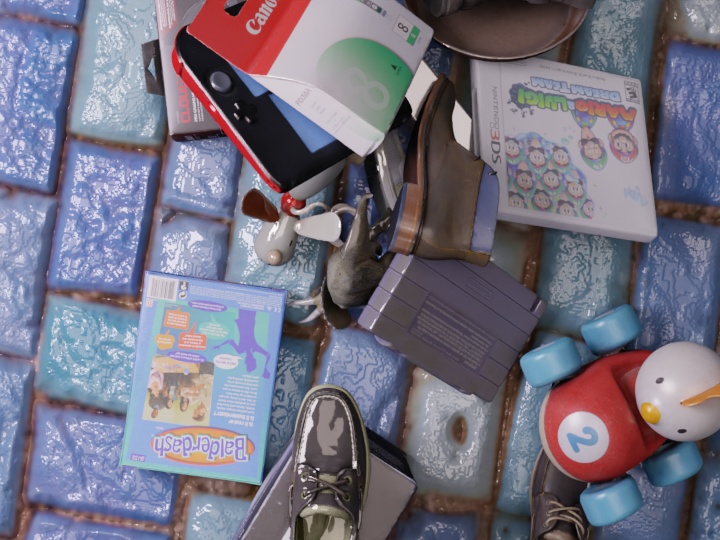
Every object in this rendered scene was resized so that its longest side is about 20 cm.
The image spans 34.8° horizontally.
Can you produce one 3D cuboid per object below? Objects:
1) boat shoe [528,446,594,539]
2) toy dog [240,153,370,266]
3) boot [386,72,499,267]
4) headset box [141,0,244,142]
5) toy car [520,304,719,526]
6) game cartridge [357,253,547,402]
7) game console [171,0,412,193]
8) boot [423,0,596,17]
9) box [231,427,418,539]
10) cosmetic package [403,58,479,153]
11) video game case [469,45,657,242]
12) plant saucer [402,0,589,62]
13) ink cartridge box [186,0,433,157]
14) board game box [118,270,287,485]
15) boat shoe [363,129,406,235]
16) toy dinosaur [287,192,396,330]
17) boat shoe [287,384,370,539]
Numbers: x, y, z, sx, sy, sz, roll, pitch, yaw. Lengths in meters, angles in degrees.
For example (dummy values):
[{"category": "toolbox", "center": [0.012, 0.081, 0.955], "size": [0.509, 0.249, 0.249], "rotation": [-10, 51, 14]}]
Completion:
[{"category": "boat shoe", "center": [0.212, 0.269, 1.201], "size": [0.073, 0.073, 0.204], "rotation": [7, 90, -3]}, {"category": "toy dog", "center": [-0.052, -0.079, 1.134], "size": [0.129, 0.097, 0.203], "rotation": [1, 122, -1]}, {"category": "boot", "center": [0.089, -0.093, 1.094], "size": [0.095, 0.075, 0.203], "rotation": [16, 63, -4]}, {"category": "headset box", "center": [-0.124, -0.217, 1.179], "size": [0.196, 0.077, 0.152], "rotation": [-6, 90, -5]}, {"category": "toy car", "center": [0.288, 0.130, 1.123], "size": [0.175, 0.200, 0.187], "rotation": [-23, 87, -28]}, {"category": "game cartridge", "center": [0.095, 0.044, 1.165], "size": [0.199, 0.038, 0.131], "rotation": [33, 92, -38]}, {"category": "game console", "center": [-0.062, -0.178, 1.068], "size": [0.177, 0.031, 0.199], "rotation": [49, 51, 8]}, {"category": "boot", "center": [0.134, -0.328, 1.157], "size": [0.171, 0.070, 0.202], "rotation": [-10, 61, -14]}, {"category": "box", "center": [-0.047, 0.248, 1.124], "size": [0.122, 0.198, 0.202], "rotation": [32, 88, 1]}, {"category": "cosmetic package", "center": [0.089, -0.142, 1.189], "size": [0.050, 0.083, 0.201], "rotation": [-40, 93, -5]}, {"category": "video game case", "center": [0.206, -0.128, 1.167], "size": [0.197, 0.024, 0.185], "rotation": [8, 67, -19]}, {"category": "plant saucer", "center": [0.137, -0.285, 1.178], "size": [0.196, 0.032, 0.203], "rotation": [0, 58, -1]}, {"category": "ink cartridge box", "center": [-0.040, -0.222, 1.063], "size": [0.199, 0.050, 0.162], "rotation": [36, 51, -14]}, {"category": "board game box", "center": [-0.162, 0.110, 1.194], "size": [0.149, 0.045, 0.204], "rotation": [9, 90, -4]}, {"category": "boat shoe", "center": [0.054, -0.069, 1.194], "size": [0.064, 0.074, 0.205], "rotation": [-21, 95, -9]}, {"category": "toy dinosaur", "center": [0.000, 0.000, 1.133], "size": [0.077, 0.200, 0.102], "rotation": [45, 66, 9]}, {"category": "boat shoe", "center": [-0.028, 0.203, 0.993], "size": [0.070, 0.066, 0.205], "rotation": [3, 89, 0]}]
